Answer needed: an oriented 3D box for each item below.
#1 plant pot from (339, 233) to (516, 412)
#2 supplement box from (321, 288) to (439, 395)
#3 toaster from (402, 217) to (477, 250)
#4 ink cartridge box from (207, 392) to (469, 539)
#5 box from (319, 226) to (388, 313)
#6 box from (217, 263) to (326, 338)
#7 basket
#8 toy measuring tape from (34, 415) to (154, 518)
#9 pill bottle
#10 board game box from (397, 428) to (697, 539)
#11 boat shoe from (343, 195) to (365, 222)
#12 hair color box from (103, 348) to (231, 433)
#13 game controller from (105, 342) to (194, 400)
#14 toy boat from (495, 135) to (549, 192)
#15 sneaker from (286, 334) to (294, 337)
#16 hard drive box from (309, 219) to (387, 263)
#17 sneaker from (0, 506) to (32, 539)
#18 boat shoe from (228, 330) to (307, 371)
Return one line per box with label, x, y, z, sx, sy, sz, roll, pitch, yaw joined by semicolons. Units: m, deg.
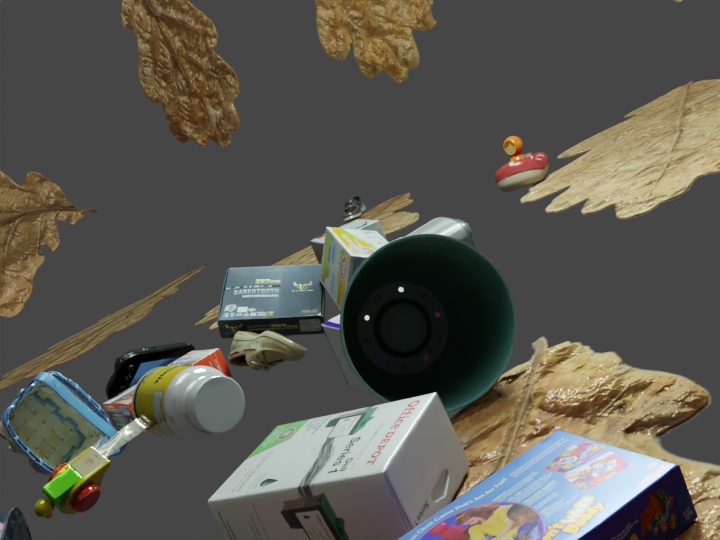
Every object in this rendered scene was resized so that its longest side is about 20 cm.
plant pot;0.065;0.066;0.978;0.200;0.201;0.161;-25;-1;-10
supplement box;0.065;0.079;1.141;0.200;0.101;0.103;-28;11;-20
toaster;0.130;-0.025;1.484;0.129;0.114;0.200;-28;14;-10
ink cartridge box;-0.017;0.199;0.768;0.200;0.084;0.146;-18;12;29
box;0.000;0.000;1.469;0.101;0.113;0.200;4;17;-16
box;-0.166;0.056;1.563;0.199;0.051;0.158;-2;38;2
basket;-0.480;0.250;1.309;0.200;0.176;0.139;-32;17;40
toy measuring tape;-0.374;0.284;1.151;0.073;0.074;0.200;-14;18;43
pill bottle;-0.256;0.198;1.218;0.111;0.111;0.200;-31;14;-35
board game box;0.120;0.196;0.591;0.200;0.045;0.134;-28;11;-21
boat shoe;-0.030;-0.226;2.963;0.072;0.065;0.200;-18;12;20
hair color box;-0.346;0.214;1.466;0.200;0.064;0.111;-33;14;-38
game controller;-0.392;0.188;1.527;0.042;0.105;0.200;26;13;25
toy boat;0.413;-0.288;2.129;0.130;0.131;0.200;-19;11;24
sneaker;-0.171;0.091;1.613;0.200;0.091;0.078;-20;9;15
hard drive box;-0.033;-0.071;2.171;0.156;0.077;0.200;-25;10;-13
sneaker;-0.460;0.354;0.996;0.082;0.070;0.200;-22;9;-8
boat shoe;-0.167;0.148;1.430;0.200;0.072;0.065;-1;60;49
